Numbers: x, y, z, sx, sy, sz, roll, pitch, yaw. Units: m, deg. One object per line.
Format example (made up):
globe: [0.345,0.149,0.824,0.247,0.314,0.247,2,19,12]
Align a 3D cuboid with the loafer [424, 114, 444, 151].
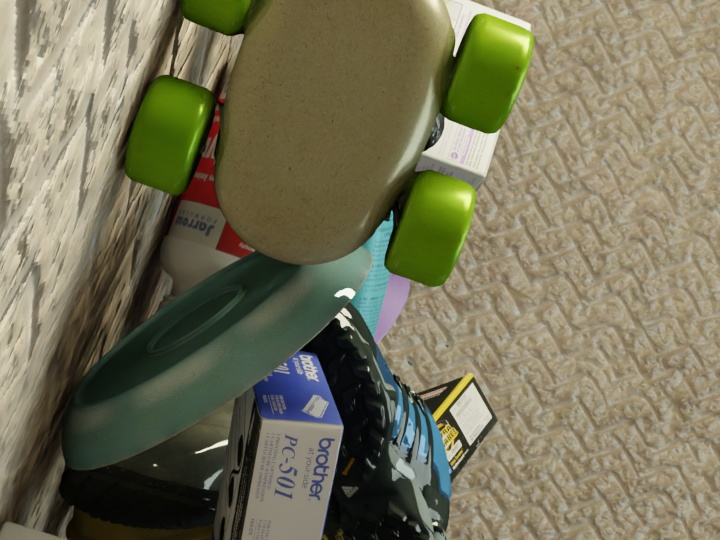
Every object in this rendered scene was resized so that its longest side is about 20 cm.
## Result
loafer: [-0.011,-0.132,0.782,0.201,0.068,0.070,50,46,-43]

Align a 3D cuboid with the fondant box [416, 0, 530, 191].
fondant box: [0.017,-0.156,1.011,0.058,0.200,0.144,119,-9,-67]

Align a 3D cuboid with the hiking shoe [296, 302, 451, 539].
hiking shoe: [0.002,0.090,0.772,0.087,0.074,0.200,-67,144,-54]

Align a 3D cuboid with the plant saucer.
plant saucer: [-0.084,0.035,0.708,0.200,0.027,0.200,-30,-166,8]

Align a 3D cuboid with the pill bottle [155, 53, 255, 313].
pill bottle: [-0.068,-0.038,0.882,0.112,0.112,0.200,128,-18,-84]

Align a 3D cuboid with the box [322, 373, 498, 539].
box: [-0.016,0.159,0.948,0.200,0.049,0.160,-25,-167,39]

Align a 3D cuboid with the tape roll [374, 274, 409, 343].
tape roll: [-0.064,0.034,1.047,0.200,0.085,0.200,-34,-162,12]

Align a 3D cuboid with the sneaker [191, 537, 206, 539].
sneaker: [-0.138,0.205,0.866,0.099,0.200,0.078,-132,-153,-70]

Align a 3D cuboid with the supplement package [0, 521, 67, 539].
supplement package: [-0.159,0.238,0.695,0.200,0.117,0.117,113,-5,-53]

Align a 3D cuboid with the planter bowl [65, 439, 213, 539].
planter bowl: [-0.114,0.117,0.895,0.200,0.200,0.084,-83,161,-81]

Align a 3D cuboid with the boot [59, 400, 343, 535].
boot: [-0.089,0.088,0.785,0.068,0.200,0.131,-28,-123,45]

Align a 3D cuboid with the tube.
tube: [0.000,0.000,0.913,0.077,0.050,0.200,-32,141,-73]

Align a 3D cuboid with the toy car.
toy car: [-0.018,-0.085,0.696,0.200,0.164,0.158,-120,-130,-85]

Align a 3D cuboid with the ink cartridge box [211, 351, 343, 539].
ink cartridge box: [-0.053,0.151,0.686,0.094,0.044,0.200,-118,-144,-68]
